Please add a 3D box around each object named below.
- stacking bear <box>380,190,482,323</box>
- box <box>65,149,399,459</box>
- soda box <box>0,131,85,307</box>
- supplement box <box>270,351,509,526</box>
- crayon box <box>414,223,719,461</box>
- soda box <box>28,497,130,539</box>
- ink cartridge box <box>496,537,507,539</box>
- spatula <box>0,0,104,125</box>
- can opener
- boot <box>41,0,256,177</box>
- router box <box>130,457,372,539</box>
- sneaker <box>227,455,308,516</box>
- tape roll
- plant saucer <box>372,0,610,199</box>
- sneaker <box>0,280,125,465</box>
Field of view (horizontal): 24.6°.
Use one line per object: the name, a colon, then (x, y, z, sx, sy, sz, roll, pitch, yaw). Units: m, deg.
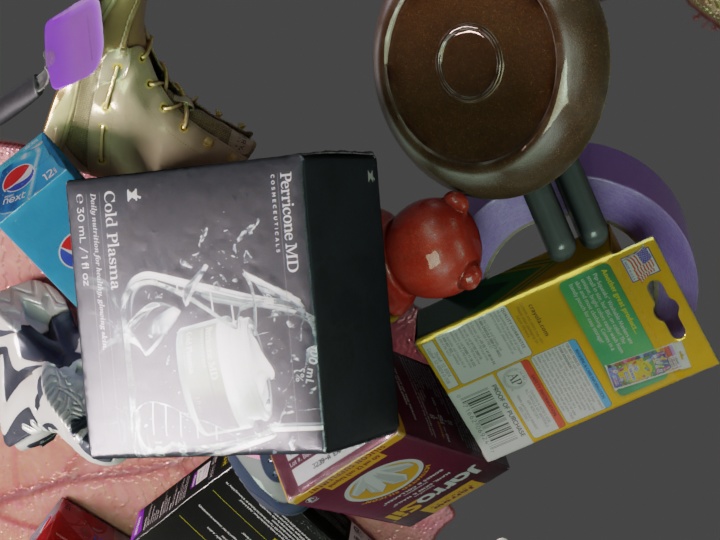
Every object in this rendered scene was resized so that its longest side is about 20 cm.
stacking bear: (0.000, 0.000, 1.252, 0.198, 0.113, 0.123, -16, 73, 25)
box: (-0.089, 0.025, 1.168, 0.195, 0.124, 0.202, -5, 91, 26)
soda box: (-0.206, -0.010, 1.285, 0.068, 0.064, 0.200, -38, 133, -1)
supplement box: (0.021, 0.134, 1.317, 0.110, 0.086, 0.200, -33, 153, 19)
crayon box: (0.157, 0.051, 1.268, 0.199, 0.052, 0.126, -25, 114, 17)
soda box: (-0.209, 0.294, 1.491, 0.199, 0.070, 0.064, 34, 117, -13)
ink cartridge box: (0.137, 0.333, 1.502, 0.161, 0.050, 0.200, -38, 105, 22)
spatula: (-0.239, -0.144, 1.231, 0.020, 0.057, 0.200, -1, 166, -32)
can opener: (0.124, -0.106, 1.212, 0.052, 0.066, 0.202, -20, 82, -1)
boot: (-0.145, -0.135, 1.249, 0.154, 0.073, 0.201, 25, 123, -6)
router box: (-0.084, 0.254, 1.469, 0.149, 0.051, 0.200, -37, 110, 23)
sneaker: (-0.078, 0.118, 1.354, 0.070, 0.082, 0.202, -31, 107, -25)
tape roll: (0.164, 0.002, 1.306, 0.198, 0.066, 0.202, 2, 118, 3)
plant saucer: (0.084, -0.150, 1.188, 0.199, 0.032, 0.203, 7, 103, 34)
sneaker: (-0.242, 0.116, 1.352, 0.199, 0.079, 0.130, 41, 140, 32)
